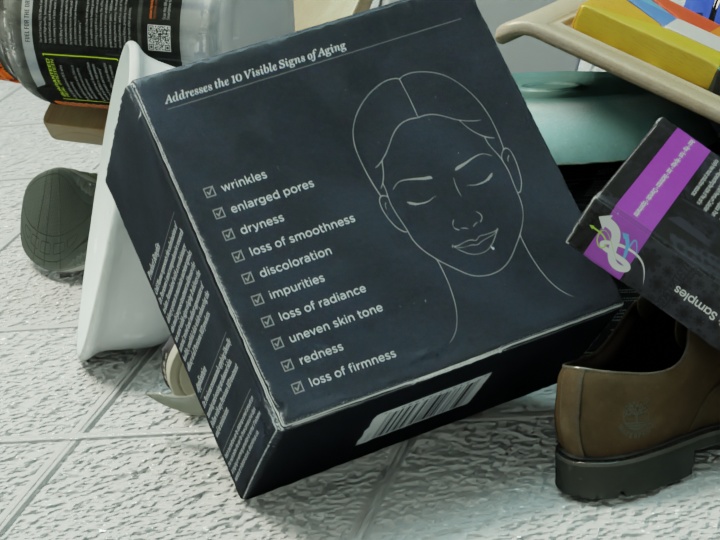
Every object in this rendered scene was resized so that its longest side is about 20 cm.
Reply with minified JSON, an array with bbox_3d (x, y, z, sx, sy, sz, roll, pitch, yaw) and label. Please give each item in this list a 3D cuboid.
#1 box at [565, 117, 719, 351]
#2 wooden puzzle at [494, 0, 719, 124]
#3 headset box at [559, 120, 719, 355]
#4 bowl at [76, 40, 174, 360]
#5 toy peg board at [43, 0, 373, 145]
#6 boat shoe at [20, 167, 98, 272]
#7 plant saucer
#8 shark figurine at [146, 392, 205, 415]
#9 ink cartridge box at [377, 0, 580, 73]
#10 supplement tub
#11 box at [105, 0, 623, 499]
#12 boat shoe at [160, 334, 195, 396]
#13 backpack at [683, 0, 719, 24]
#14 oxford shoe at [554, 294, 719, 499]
[{"bbox_3d":[0.209,0.010,1.142,0.199,0.036,0.143,35,27,7],"label":"box"},{"bbox_3d":[0.194,-0.126,1.329,0.199,0.037,0.185,22,18,13],"label":"wooden puzzle"},{"bbox_3d":[0.192,-0.027,1.360,0.173,0.094,0.200,-2,18,20],"label":"headset box"},{"bbox_3d":[-0.119,-0.037,1.415,0.090,0.203,0.201,10,15,-10],"label":"bowl"},{"bbox_3d":[-0.088,-0.142,1.615,0.198,0.098,0.201,8,57,24],"label":"toy peg board"},{"bbox_3d":[-0.171,-0.033,1.591,0.064,0.075,0.201,10,-7,-41],"label":"boat shoe"},{"bbox_3d":[0.113,-0.094,1.352,0.198,0.036,0.200,-2,10,0],"label":"plant saucer"},{"bbox_3d":[-0.001,0.051,1.273,0.214,0.129,0.089,-34,0,-19],"label":"shark figurine"},{"bbox_3d":[0.081,-0.171,1.640,0.144,0.146,0.200,15,-2,-3],"label":"ink cartridge box"},{"bbox_3d":[-0.153,-0.168,1.515,0.198,0.124,0.122,7,21,23],"label":"supplement tub"},{"bbox_3d":[-0.003,-0.017,1.176,0.199,0.198,0.124,-18,-17,-20],"label":"box"},{"bbox_3d":[-0.046,-0.008,1.309,0.200,0.073,0.063,-51,21,1],"label":"boat shoe"},{"bbox_3d":[0.288,-0.141,1.514,0.167,0.164,0.200,14,-1,-28],"label":"backpack"},{"bbox_3d":[0.177,0.045,1.153,0.199,0.085,0.072,-21,19,-40],"label":"oxford shoe"}]
